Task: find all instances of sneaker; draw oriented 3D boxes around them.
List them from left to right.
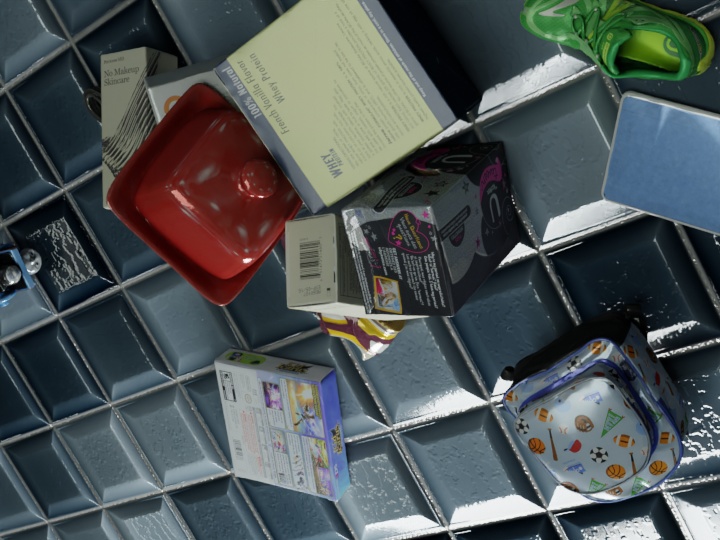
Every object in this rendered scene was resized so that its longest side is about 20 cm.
[{"bbox_3d":[-0.040,0.032,1.464,0.200,0.075,0.090,45,124,5],"label":"sneaker"},{"bbox_3d":[0.251,-0.240,1.133,0.200,0.084,0.074,21,124,22],"label":"sneaker"}]

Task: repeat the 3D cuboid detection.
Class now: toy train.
[{"bbox_3d":[-0.579,0.007,1.760,0.200,0.114,0.087,-10,112,36],"label":"toy train"}]

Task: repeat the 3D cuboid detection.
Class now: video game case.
[{"bbox_3d":[-0.111,0.220,1.626,0.181,0.045,0.200,9,119,30],"label":"video game case"}]

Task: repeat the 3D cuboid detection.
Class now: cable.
[{"bbox_3d":[-0.293,-0.188,1.540,0.200,0.050,0.097,30,139,31],"label":"cable"}]

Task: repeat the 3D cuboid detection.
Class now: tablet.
[{"bbox_3d":[0.357,-0.104,1.185,0.200,0.014,0.130,20,124,23],"label":"tablet"}]

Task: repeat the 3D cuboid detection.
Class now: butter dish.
[{"bbox_3d":[-0.143,-0.093,1.274,0.199,0.200,0.148,45,153,-22],"label":"butter dish"}]

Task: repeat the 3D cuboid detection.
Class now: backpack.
[{"bbox_3d":[0.278,0.168,1.298,0.191,0.154,0.200,47,127,-12],"label":"backpack"}]

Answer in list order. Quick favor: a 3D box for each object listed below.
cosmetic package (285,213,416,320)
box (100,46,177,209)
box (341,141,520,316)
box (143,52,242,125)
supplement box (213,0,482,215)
[{"bbox_3d":[0.000,0.000,1.327,0.073,0.200,0.104,-7,79,32],"label":"cosmetic package"},{"bbox_3d":[-0.282,-0.178,1.455,0.082,0.068,0.201,-5,86,29],"label":"box"},{"bbox_3d":[0.085,-0.050,1.262,0.114,0.200,0.132,0,114,30],"label":"box"},{"bbox_3d":[-0.178,-0.152,1.402,0.124,0.097,0.200,-17,110,-9],"label":"box"},{"bbox_3d":[-0.011,-0.205,1.254,0.200,0.134,0.200,-33,95,24],"label":"supplement box"}]
